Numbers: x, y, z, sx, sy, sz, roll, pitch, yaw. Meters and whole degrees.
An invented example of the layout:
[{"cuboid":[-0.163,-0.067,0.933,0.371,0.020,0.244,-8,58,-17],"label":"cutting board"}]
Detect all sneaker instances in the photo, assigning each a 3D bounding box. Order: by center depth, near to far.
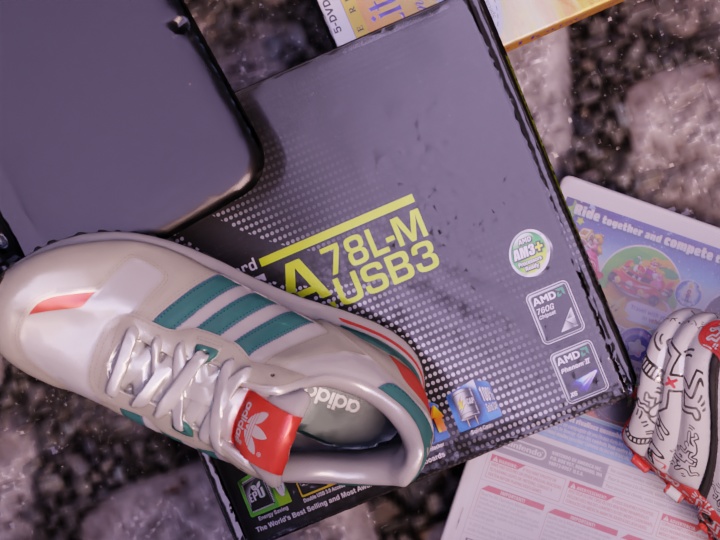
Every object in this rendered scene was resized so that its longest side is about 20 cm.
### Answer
[{"cuboid":[-0.058,0.043,0.999,0.198,0.093,0.071,17,106,-15],"label":"sneaker"},{"cuboid":[0.177,0.105,1.066,0.107,0.203,0.067,21,47,38],"label":"sneaker"}]

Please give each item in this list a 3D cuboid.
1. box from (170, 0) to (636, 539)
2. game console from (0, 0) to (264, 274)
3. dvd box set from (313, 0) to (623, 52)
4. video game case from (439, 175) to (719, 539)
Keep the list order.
[{"cuboid":[0.000,0.000,1.084,0.199,0.048,0.195,-22,92,9],"label":"box"},{"cuboid":[-0.163,-0.080,1.082,0.116,0.176,0.201,-26,85,-33],"label":"game console"},{"cuboid":[0.063,-0.179,1.120,0.199,0.029,0.147,-23,88,-1],"label":"dvd box set"},{"cuboid":[0.129,0.074,1.111,0.142,0.018,0.202,19,87,2],"label":"video game case"}]
